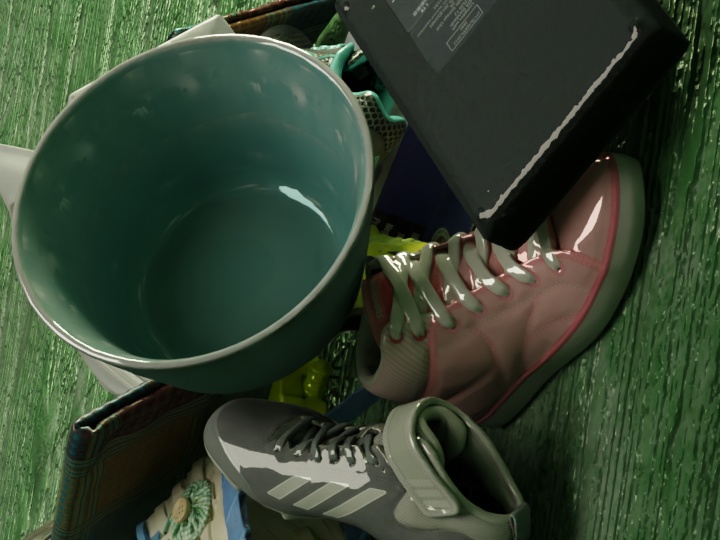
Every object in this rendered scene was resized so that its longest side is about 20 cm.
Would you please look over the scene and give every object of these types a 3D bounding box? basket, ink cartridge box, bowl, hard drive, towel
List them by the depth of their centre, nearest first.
[{"bbox_3d":[0.071,-0.126,1.293,0.140,0.033,0.200,-50,44,21],"label":"hard drive"},{"bbox_3d":[-0.076,-0.014,1.352,0.105,0.199,0.202,64,-161,-56],"label":"bowl"},{"bbox_3d":[-0.024,0.163,1.421,0.199,0.139,0.177,-31,43,16],"label":"basket"},{"bbox_3d":[-0.115,0.112,1.473,0.022,0.146,0.200,50,151,20],"label":"towel"},{"bbox_3d":[0.034,-0.106,1.502,0.200,0.040,0.200,-115,41,-55],"label":"ink cartridge box"},{"bbox_3d":[-0.105,-0.123,1.727,0.022,0.146,0.200,59,143,14],"label":"towel"}]

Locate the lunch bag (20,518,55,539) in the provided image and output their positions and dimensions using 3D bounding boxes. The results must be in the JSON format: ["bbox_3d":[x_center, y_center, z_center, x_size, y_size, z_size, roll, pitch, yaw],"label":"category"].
[{"bbox_3d":[-0.211,0.276,1.782,0.168,0.139,0.200,52,148,-2],"label":"lunch bag"}]

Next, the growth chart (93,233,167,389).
[{"bbox_3d":[-0.141,0.017,1.521,0.145,0.018,0.201,39,150,22],"label":"growth chart"}]

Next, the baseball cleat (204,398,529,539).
[{"bbox_3d":[0.006,0.095,1.314,0.070,0.199,0.107,-43,-32,-43],"label":"baseball cleat"}]

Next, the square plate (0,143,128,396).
[{"bbox_3d":[-0.155,0.017,1.604,0.200,0.028,0.199,14,135,55],"label":"square plate"}]

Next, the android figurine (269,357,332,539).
[{"bbox_3d":[-0.061,0.124,1.628,0.182,0.041,0.201,-112,36,-54],"label":"android figurine"}]

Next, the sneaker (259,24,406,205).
[{"bbox_3d":[-0.015,-0.101,1.496,0.091,0.077,0.200,-45,30,16],"label":"sneaker"}]

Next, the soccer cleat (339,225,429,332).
[{"bbox_3d":[-0.001,0.000,1.453,0.199,0.065,0.084,-11,63,44],"label":"soccer cleat"}]

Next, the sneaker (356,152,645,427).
[{"bbox_3d":[0.063,0.009,1.303,0.200,0.104,0.076,125,149,-44],"label":"sneaker"}]

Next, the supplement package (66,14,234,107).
[{"bbox_3d":[-0.120,-0.049,1.640,0.122,0.119,0.200,53,157,12],"label":"supplement package"}]
